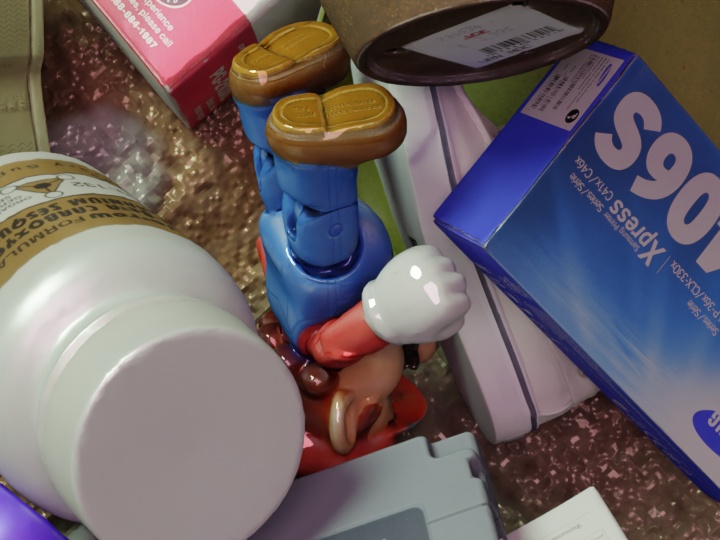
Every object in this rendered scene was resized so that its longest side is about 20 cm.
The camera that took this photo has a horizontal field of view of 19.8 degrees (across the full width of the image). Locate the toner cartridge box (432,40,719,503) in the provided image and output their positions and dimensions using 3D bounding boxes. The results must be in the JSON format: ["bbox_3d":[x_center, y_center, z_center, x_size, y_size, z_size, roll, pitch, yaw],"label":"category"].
[{"bbox_3d":[0.126,0.008,0.826,0.095,0.043,0.200,-50,122,-5],"label":"toner cartridge box"}]

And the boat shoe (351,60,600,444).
[{"bbox_3d":[0.050,-0.028,0.840,0.065,0.072,0.202,-22,104,-8],"label":"boat shoe"}]

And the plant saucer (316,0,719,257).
[{"bbox_3d":[0.078,-0.082,0.871,0.198,0.031,0.202,1,109,2],"label":"plant saucer"}]

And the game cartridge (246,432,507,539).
[{"bbox_3d":[0.000,0.155,0.715,0.132,0.042,0.201,-22,45,10],"label":"game cartridge"}]

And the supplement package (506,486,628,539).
[{"bbox_3d":[0.043,0.209,0.787,0.199,0.156,0.111,-27,41,-2],"label":"supplement package"}]

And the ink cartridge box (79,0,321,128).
[{"bbox_3d":[-0.048,-0.185,0.894,0.200,0.084,0.145,-41,82,-4],"label":"ink cartridge box"}]

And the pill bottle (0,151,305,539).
[{"bbox_3d":[-0.102,0.032,0.795,0.113,0.200,0.116,-9,111,-25],"label":"pill bottle"}]

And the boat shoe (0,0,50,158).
[{"bbox_3d":[-0.173,-0.057,0.887,0.074,0.068,0.202,3,103,-29],"label":"boat shoe"}]

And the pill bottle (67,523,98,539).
[{"bbox_3d":[-0.102,0.163,0.836,0.200,0.106,0.106,-43,83,-4],"label":"pill bottle"}]

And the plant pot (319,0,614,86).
[{"bbox_3d":[0.030,-0.177,0.748,0.185,0.187,0.202,-9,79,0],"label":"plant pot"}]

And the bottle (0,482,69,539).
[{"bbox_3d":[-0.185,0.167,0.764,0.083,0.065,0.201,24,72,47],"label":"bottle"}]

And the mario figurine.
[{"bbox_3d":[0.000,0.000,0.832,0.105,0.201,0.124,6,40,10],"label":"mario figurine"}]
